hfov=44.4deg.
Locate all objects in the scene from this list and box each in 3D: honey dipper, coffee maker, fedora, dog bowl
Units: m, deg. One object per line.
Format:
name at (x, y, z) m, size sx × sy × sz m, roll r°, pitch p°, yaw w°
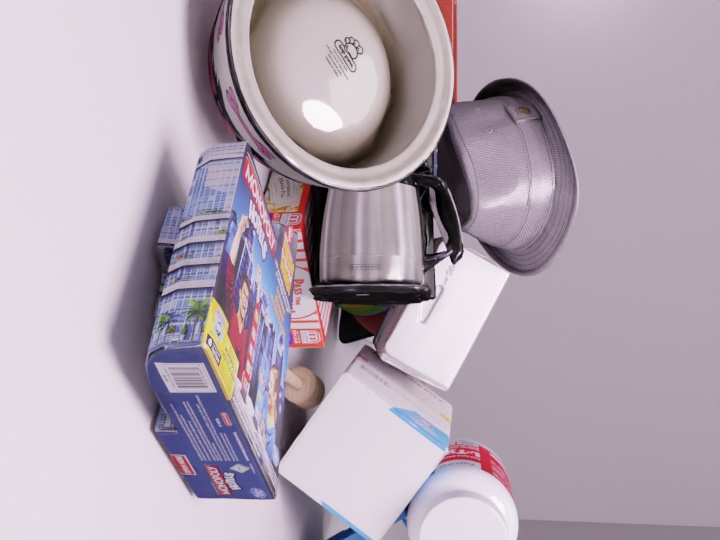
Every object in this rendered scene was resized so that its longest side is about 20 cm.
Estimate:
honey dipper at (-0.073, 0.099, 0.836) m, size 0.200 × 0.038 × 0.038 m, roll 56°, pitch 35°, yaw -70°
coffee maker at (0.007, -0.070, 0.831) m, size 0.192 × 0.133 × 0.202 m, roll 161°, pitch -69°, yaw -73°
fedora at (0.117, -0.092, 0.854) m, size 0.177 × 0.090 × 0.201 m, roll 116°, pitch -35°, yaw -49°
dog bowl at (-0.026, -0.155, 0.668) m, size 0.074 × 0.199 × 0.202 m, roll -7°, pitch -99°, yaw 55°

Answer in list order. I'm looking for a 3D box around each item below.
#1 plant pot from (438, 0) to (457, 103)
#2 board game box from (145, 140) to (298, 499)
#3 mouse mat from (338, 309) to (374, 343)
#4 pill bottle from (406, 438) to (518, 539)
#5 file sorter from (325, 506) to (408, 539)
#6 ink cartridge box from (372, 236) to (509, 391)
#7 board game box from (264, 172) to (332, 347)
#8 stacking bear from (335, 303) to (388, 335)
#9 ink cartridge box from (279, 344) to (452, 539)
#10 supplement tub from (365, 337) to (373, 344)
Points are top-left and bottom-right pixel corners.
plant pot at (0.019, -0.255, 0.982) m, size 0.200 × 0.175 × 0.202 m, roll 54°, pitch 36°, yaw -77°
board game box at (-0.090, 0.020, 0.595) m, size 0.201 × 0.061 × 0.201 m, roll 80°, pitch 12°, yaw -52°
mouse mat at (0.035, -0.002, 1.248) m, size 0.008 × 0.160 × 0.202 m, roll 32°, pitch 51°, yaw -40°
pill bottle at (0.105, 0.249, 0.912) m, size 0.200 × 0.111 × 0.113 m, roll -14°, pitch 104°, yaw -84°
file sorter at (0.028, 0.352, 1.032) m, size 0.123 × 0.138 × 0.200 m, roll 60°, pitch 2°, yaw 12°
ink cartridge box at (0.084, 0.044, 0.998) m, size 0.147 × 0.084 × 0.200 m, roll -62°, pitch -177°, yaw 0°
board game box at (-0.056, -0.046, 0.897) m, size 0.201 × 0.046 × 0.152 m, roll -81°, pitch 167°, yaw -47°
stacking bear at (0.000, 0.000, 1.100) m, size 0.122 × 0.113 × 0.200 m, roll -61°, pitch 159°, yaw -3°
ink cartridge box at (0.013, 0.176, 0.953) m, size 0.126 × 0.128 × 0.200 m, roll -55°, pitch 176°, yaw 8°
supplement tub at (0.052, 0.056, 1.399) m, size 0.200 × 0.131 × 0.133 m, roll 25°, pitch 65°, yaw -81°
